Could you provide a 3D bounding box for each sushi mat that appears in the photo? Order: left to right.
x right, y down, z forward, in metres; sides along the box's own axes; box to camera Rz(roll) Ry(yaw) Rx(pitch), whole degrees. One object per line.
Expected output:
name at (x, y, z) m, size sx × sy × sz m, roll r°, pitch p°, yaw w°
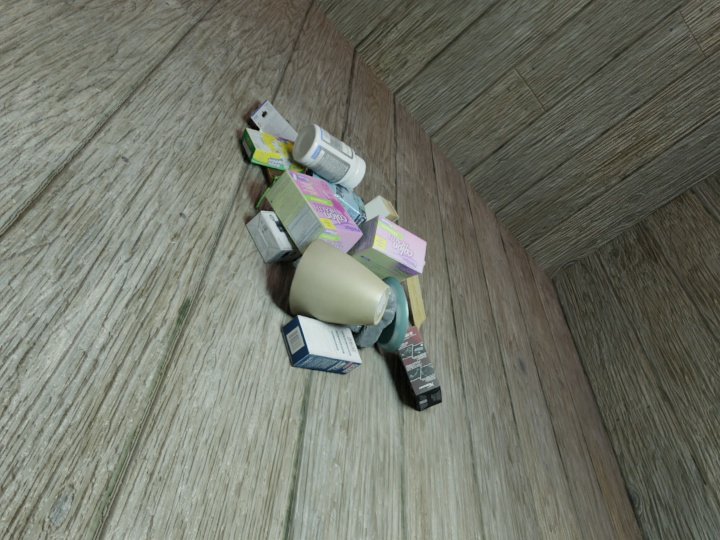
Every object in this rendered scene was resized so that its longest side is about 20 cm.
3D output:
sushi mat at (0.175, 0.082, 2.002) m, size 0.096 × 0.012 × 0.205 m, roll -40°, pitch 123°, yaw -56°

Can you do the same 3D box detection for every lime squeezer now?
lime squeezer at (-0.223, -0.220, 1.704) m, size 0.198 × 0.037 × 0.072 m, roll -24°, pitch 103°, yaw -46°

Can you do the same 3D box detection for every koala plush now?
koala plush at (-0.008, 0.061, 1.657) m, size 0.176 × 0.184 × 0.201 m, roll 33°, pitch 20°, yaw -38°

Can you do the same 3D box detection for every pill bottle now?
pill bottle at (-0.085, -0.315, 1.768) m, size 0.198 × 0.113 × 0.115 m, roll 27°, pitch 36°, yaw -38°

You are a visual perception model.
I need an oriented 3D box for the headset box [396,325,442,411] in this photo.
headset box at (0.153, 0.260, 1.719) m, size 0.150 × 0.076 × 0.203 m, roll 73°, pitch -2°, yaw -60°

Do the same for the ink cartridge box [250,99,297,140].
ink cartridge box at (-0.256, -0.415, 1.938) m, size 0.200 × 0.040 × 0.201 m, roll 47°, pitch 25°, yaw -17°

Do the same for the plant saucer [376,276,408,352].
plant saucer at (0.069, 0.119, 1.701) m, size 0.027 × 0.202 × 0.203 m, roll 1°, pitch 51°, yaw -25°

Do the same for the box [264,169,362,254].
box at (-0.119, -0.142, 1.614) m, size 0.175 × 0.097 × 0.202 m, roll 6°, pitch 46°, yaw -58°

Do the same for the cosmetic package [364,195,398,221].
cosmetic package at (0.058, -0.184, 2.096) m, size 0.072 × 0.104 × 0.200 m, roll 58°, pitch 12°, yaw 6°

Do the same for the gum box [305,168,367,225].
gum box at (-0.073, -0.221, 1.834) m, size 0.198 × 0.045 × 0.171 m, roll 35°, pitch 18°, yaw -18°

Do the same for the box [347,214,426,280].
box at (0.050, -0.046, 1.736) m, size 0.174 × 0.198 × 0.099 m, roll 26°, pitch 63°, yaw -28°

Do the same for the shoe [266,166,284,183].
shoe at (-0.213, -0.215, 1.764) m, size 0.069 × 0.053 × 0.202 m, roll -15°, pitch 67°, yaw -42°

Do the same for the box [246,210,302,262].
box at (-0.191, -0.085, 1.613) m, size 0.118 × 0.060 × 0.199 m, roll 60°, pitch 25°, yaw 12°

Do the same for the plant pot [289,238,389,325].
plant pot at (-0.038, 0.048, 1.471) m, size 0.196 × 0.192 × 0.187 m, roll 19°, pitch 19°, yaw 16°

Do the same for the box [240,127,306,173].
box at (-0.233, -0.336, 1.788) m, size 0.196 × 0.049 × 0.118 m, roll 7°, pitch 38°, yaw -35°

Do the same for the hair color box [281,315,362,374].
hair color box at (-0.088, 0.177, 1.468) m, size 0.198 × 0.060 × 0.102 m, roll 21°, pitch 41°, yaw -51°
